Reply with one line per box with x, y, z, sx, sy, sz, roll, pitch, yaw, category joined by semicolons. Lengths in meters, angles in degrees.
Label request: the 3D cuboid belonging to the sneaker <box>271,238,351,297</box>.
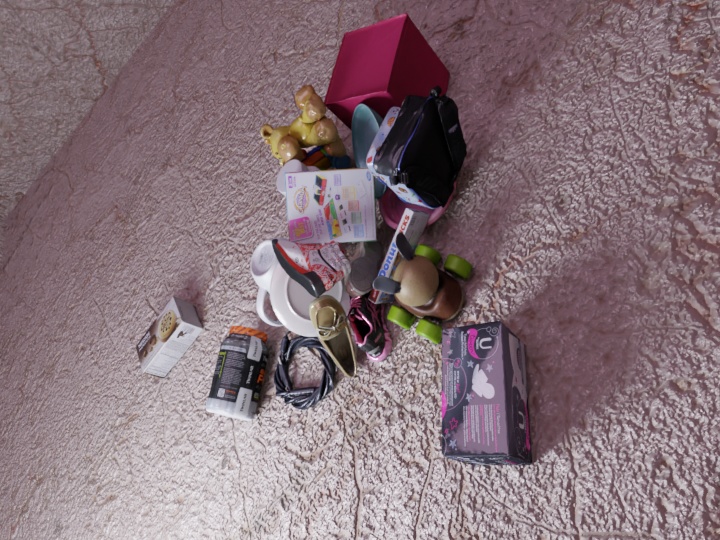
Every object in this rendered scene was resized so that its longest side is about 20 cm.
-0.100;-0.027;1.145;0.106;0.069;0.200;-32;42;-19;sneaker

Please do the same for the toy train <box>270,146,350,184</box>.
-0.123;-0.249;1.386;0.197;0.086;0.115;-36;40;-14;toy train

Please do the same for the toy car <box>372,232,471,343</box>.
0.095;0.017;1.046;0.155;0.198;0.169;21;83;43;toy car

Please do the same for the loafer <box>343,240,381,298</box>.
0.000;0.000;1.195;0.063;0.071;0.202;-44;15;34;loafer

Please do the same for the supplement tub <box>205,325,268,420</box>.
-0.290;0.245;1.323;0.119;0.121;0.207;-3;68;39;supplement tub

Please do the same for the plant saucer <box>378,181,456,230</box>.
0.129;-0.175;1.210;0.196;0.050;0.207;-18;59;33;plant saucer

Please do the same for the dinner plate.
-0.103;0.043;1.216;0.206;0.195;0.024;-67;17;-8;dinner plate

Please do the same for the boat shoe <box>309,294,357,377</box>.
-0.048;0.135;1.121;0.071;0.205;0.064;-23;41;-10;boat shoe

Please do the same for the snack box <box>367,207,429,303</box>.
0.079;-0.027;1.132;0.024;0.071;0.205;32;108;30;snack box

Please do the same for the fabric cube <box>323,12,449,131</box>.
0.064;-0.426;1.281;0.195;0.198;0.203;4;71;41;fabric cube

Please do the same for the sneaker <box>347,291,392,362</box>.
0.005;0.089;1.164;0.078;0.094;0.204;-36;50;23;sneaker

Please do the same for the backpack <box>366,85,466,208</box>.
0.114;-0.219;1.079;0.152;0.189;0.204;23;80;47;backpack

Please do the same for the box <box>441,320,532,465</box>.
0.209;0.206;0.907;0.112;0.131;0.207;-11;63;32;box

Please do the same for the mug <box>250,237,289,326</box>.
-0.176;0.029;1.289;0.145;0.174;0.206;11;77;42;mug

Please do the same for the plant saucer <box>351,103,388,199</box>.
0.031;-0.262;1.211;0.035;0.204;0.203;-14;48;-16;plant saucer

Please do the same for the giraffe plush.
-0.144;-0.317;1.290;0.159;0.176;0.201;-31;23;0;giraffe plush

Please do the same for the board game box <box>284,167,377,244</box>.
-0.062;-0.139;1.191;0.192;0.040;0.159;-2;100;4;board game box

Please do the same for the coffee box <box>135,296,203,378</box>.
-0.558;0.196;1.604;0.201;0.079;0.114;-49;48;11;coffee box

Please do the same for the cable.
-0.131;0.227;1.245;0.197;0.050;0.168;21;84;43;cable

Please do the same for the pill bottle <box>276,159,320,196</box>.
-0.104;-0.175;1.306;0.109;0.198;0.115;-17;59;31;pill bottle
